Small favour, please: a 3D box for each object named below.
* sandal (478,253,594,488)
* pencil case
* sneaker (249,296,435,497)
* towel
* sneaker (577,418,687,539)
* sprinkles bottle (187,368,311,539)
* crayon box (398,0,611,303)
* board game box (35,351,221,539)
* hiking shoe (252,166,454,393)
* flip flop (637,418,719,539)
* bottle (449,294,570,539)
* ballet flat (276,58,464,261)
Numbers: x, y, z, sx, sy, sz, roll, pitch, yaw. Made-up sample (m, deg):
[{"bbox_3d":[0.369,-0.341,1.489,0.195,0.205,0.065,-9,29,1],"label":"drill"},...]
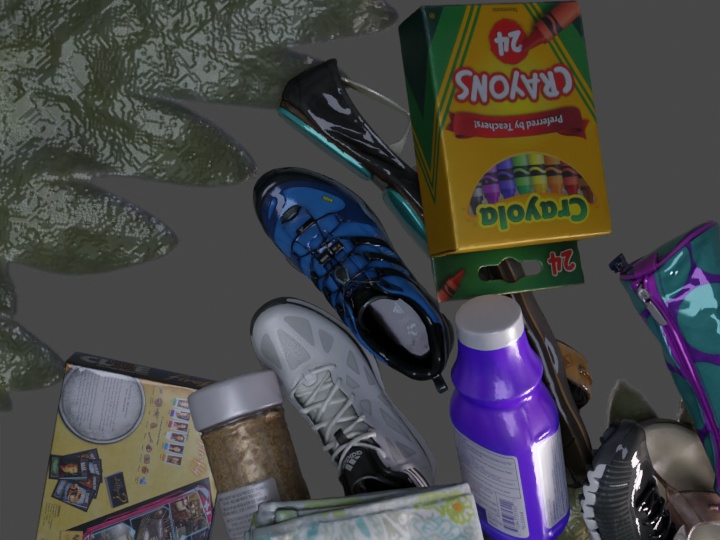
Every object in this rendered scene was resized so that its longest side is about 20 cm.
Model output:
[{"bbox_3d":[0.142,0.072,0.826,0.054,0.082,0.202,-23,95,-23],"label":"sandal"},{"bbox_3d":[0.264,0.069,0.803,0.092,0.085,0.202,-27,92,-31],"label":"pencil case"},{"bbox_3d":[-0.008,0.108,0.798,0.075,0.115,0.201,-39,98,5],"label":"sneaker"},{"bbox_3d":[0.017,0.244,0.702,0.170,0.048,0.202,-2,72,-26],"label":"towel"},{"bbox_3d":[0.212,0.199,0.806,0.090,0.066,0.202,18,127,32],"label":"sneaker"},{"bbox_3d":[-0.065,0.175,0.774,0.068,0.068,0.202,-18,83,2],"label":"sprinkles bottle"},{"bbox_3d":[0.104,-0.085,0.763,0.126,0.051,0.202,-7,87,-20],"label":"crayon box"},{"bbox_3d":[-0.179,0.177,0.847,0.134,0.035,0.202,12,99,-3],"label":"board game box"},{"bbox_3d":[0.000,0.000,0.795,0.200,0.087,0.074,44,96,-7],"label":"hiking shoe"},{"bbox_3d":[0.267,0.203,0.849,0.081,0.058,0.201,-30,99,4],"label":"flip flop"},{"bbox_3d":[0.105,0.112,0.788,0.065,0.083,0.202,-31,125,-27],"label":"bottle"},{"bbox_3d":[0.028,-0.078,0.796,0.200,0.068,0.068,44,86,-8],"label":"ballet flat"}]
